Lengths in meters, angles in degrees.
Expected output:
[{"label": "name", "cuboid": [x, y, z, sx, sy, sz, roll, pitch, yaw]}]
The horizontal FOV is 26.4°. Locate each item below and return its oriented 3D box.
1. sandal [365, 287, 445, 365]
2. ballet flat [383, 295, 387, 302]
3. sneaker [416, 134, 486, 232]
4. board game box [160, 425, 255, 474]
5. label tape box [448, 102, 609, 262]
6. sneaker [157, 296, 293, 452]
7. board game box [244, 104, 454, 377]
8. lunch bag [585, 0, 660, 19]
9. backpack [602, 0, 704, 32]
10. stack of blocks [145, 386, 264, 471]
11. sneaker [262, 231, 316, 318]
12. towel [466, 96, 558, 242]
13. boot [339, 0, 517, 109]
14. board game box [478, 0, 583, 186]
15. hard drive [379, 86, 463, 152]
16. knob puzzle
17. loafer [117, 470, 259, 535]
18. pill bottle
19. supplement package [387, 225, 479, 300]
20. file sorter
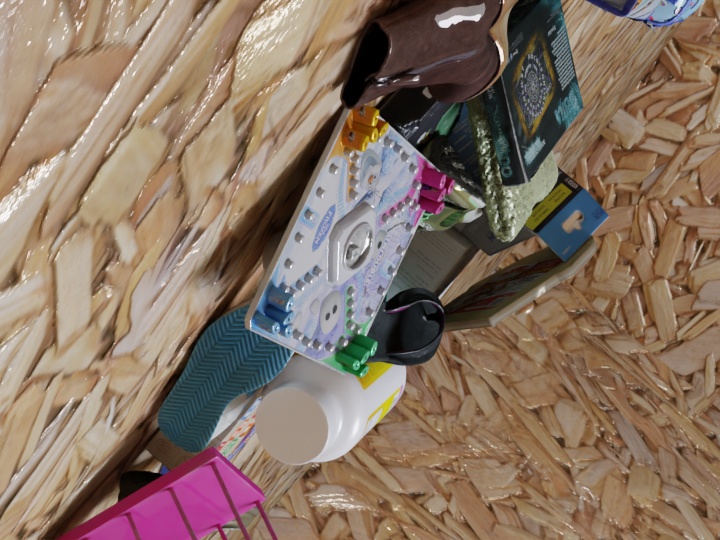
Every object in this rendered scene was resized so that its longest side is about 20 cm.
[{"label": "sandal", "cuboid": [0.044, 0.057, 1.478, 0.048, 0.075, 0.200, -10, 180, 29]}, {"label": "ballet flat", "cuboid": [0.000, 0.000, 1.526, 0.200, 0.065, 0.071, 98, -5, -69]}, {"label": "sneaker", "cuboid": [0.067, -0.066, 1.468, 0.089, 0.077, 0.200, -32, 168, 0]}, {"label": "board game box", "cuboid": [-0.142, 0.167, 1.750, 0.200, 0.045, 0.135, -46, 172, -30]}, {"label": "label tape box", "cuboid": [0.151, -0.082, 1.630, 0.066, 0.200, 0.143, -53, 172, 36]}, {"label": "sneaker", "cuboid": [-0.114, 0.081, 1.406, 0.200, 0.076, 0.081, -46, -177, 36]}, {"label": "board game box", "cuboid": [-0.002, -0.019, 1.269, 0.200, 0.026, 0.200, -65, 153, -4]}, {"label": "lunch bag", "cuboid": [0.237, -0.317, 1.286, 0.200, 0.124, 0.170, -66, 170, 13]}, {"label": "backpack", "cuboid": [0.285, -0.325, 1.474, 0.183, 0.135, 0.200, -53, 169, 18]}, {"label": "stack of blocks", "cuboid": [-0.124, 0.122, 1.575, 0.200, 0.059, 0.115, -50, 173, 2]}, {"label": "sneaker", "cuboid": [-0.020, -0.017, 1.334, 0.088, 0.075, 0.200, -17, -165, 21]}, {"label": "towel", "cuboid": [0.149, -0.142, 1.507, 0.148, 0.036, 0.200, -49, 134, -52]}, {"label": "boot", "cuboid": [0.045, -0.166, 1.175, 0.166, 0.072, 0.200, -32, 167, -27]}, {"label": "board game box", "cuboid": [0.161, -0.179, 1.456, 0.028, 0.135, 0.200, -4, -157, 27]}, {"label": "hard drive", "cuboid": [0.041, -0.122, 1.400, 0.140, 0.038, 0.200, -48, 172, -11]}, {"label": "knob puzzle", "cuboid": [0.173, 0.018, 1.615, 0.219, 0.030, 0.220, -29, -173, 4]}, {"label": "loafer", "cuboid": [-0.185, 0.250, 1.596, 0.200, 0.076, 0.068, 19, 98, -51]}, {"label": "pill bottle", "cuboid": [-0.031, 0.119, 1.467, 0.104, 0.104, 0.200, -52, 173, 20]}, {"label": "supplement package", "cuboid": [0.034, 0.001, 1.674, 0.200, 0.117, 0.117, -52, 172, 24]}, {"label": "file sorter", "cuboid": [-0.178, 0.288, 1.453, 0.200, 0.126, 0.139, -31, 150, 2]}]
